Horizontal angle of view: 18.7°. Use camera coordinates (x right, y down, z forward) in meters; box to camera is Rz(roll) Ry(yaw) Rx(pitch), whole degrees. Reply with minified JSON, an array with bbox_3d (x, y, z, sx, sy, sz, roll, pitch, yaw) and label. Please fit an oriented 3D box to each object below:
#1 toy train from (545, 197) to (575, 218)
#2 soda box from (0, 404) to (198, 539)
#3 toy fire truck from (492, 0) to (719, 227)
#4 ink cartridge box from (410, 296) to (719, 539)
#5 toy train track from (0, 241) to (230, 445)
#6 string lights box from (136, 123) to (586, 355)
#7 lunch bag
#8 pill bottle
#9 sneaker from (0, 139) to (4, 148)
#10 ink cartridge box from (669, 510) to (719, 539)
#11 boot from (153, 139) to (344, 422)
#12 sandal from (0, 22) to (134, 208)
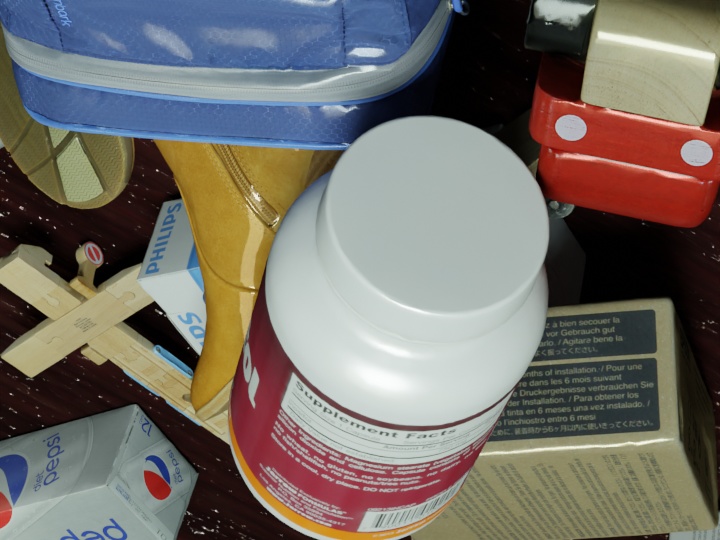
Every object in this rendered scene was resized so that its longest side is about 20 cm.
[{"bbox_3d":[0.138,-0.082,0.971,0.199,0.034,0.046,-32,107,32],"label":"toy train"},{"bbox_3d":[-0.199,0.143,1.317,0.199,0.064,0.068,-16,129,31],"label":"soda box"},{"bbox_3d":[0.097,-0.074,0.883,0.128,0.177,0.201,11,131,5],"label":"toy fire truck"},{"bbox_3d":[0.086,0.079,1.075,0.163,0.076,0.200,-4,162,13],"label":"ink cartridge box"},{"bbox_3d":[-0.119,0.040,1.208,0.114,0.033,0.200,-30,127,31],"label":"toy train track"},{"bbox_3d":[0.000,0.000,1.096,0.199,0.059,0.103,-11,134,29],"label":"string lights box"},{"bbox_3d":[-0.045,-0.128,0.876,0.198,0.136,0.133,6,139,11],"label":"lunch bag"},{"bbox_3d":[0.012,0.025,0.883,0.112,0.114,0.200,18,150,-1],"label":"pill bottle"},{"bbox_3d":[-0.220,-0.067,1.107,0.199,0.075,0.082,-15,145,38],"label":"sneaker"},{"bbox_3d":[0.264,0.195,1.151,0.199,0.146,0.084,-14,138,30],"label":"ink cartridge box"},{"bbox_3d":[-0.063,-0.034,1.021,0.144,0.071,0.201,46,130,8],"label":"boot"},{"bbox_3d":[-0.146,-0.126,0.997,0.080,0.054,0.201,-10,107,43],"label":"sandal"}]
